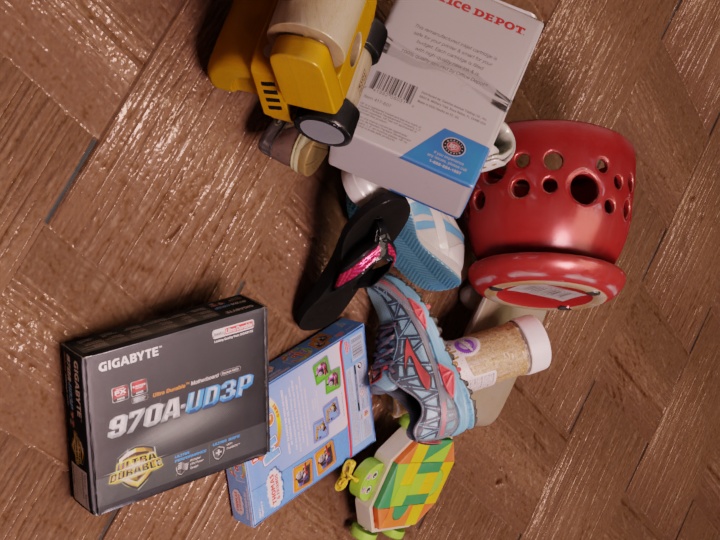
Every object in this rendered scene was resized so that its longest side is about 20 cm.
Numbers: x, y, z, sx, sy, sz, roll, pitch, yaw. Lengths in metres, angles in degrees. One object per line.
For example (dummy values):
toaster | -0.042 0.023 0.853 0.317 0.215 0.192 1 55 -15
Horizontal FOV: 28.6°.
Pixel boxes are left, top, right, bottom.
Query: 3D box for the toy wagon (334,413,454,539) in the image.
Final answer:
toy wagon | 0.040 0.242 1.630 0.200 0.040 0.155 10 106 -60

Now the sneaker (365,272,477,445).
sneaker | 0.047 0.096 1.539 0.095 0.200 0.079 -25 168 -16

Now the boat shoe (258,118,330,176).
boat shoe | -0.039 -0.179 1.391 0.073 0.065 0.200 104 10 -49

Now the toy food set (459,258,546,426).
toy food set | 0.142 0.094 1.736 0.143 0.060 0.200 21 94 -52

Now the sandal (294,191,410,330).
sandal | 0.000 0.000 1.445 0.075 0.045 0.200 -2 136 -41

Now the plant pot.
plant pot | 0.211 -0.056 1.611 0.200 0.200 0.183 23 68 -52

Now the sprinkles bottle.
sprinkles bottle | 0.119 0.110 1.628 0.200 0.068 0.068 -17 119 -17

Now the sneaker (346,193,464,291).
sneaker | 0.049 -0.060 1.552 0.200 0.076 0.081 48 41 -43

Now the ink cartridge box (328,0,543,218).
ink cartridge box | 0.074 -0.175 1.385 0.084 0.146 0.200 104 10 -68

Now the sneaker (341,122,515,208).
sneaker | 0.077 -0.119 1.446 0.200 0.116 0.074 -19 85 -49

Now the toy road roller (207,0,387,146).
toy road roller | -0.065 -0.207 1.256 0.200 0.146 0.123 77 29 -68

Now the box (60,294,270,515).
box | -0.178 0.122 1.318 0.200 0.046 0.159 -15 114 -37

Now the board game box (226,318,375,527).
board game box | -0.065 0.159 1.506 0.200 0.037 0.151 -31 125 -43
